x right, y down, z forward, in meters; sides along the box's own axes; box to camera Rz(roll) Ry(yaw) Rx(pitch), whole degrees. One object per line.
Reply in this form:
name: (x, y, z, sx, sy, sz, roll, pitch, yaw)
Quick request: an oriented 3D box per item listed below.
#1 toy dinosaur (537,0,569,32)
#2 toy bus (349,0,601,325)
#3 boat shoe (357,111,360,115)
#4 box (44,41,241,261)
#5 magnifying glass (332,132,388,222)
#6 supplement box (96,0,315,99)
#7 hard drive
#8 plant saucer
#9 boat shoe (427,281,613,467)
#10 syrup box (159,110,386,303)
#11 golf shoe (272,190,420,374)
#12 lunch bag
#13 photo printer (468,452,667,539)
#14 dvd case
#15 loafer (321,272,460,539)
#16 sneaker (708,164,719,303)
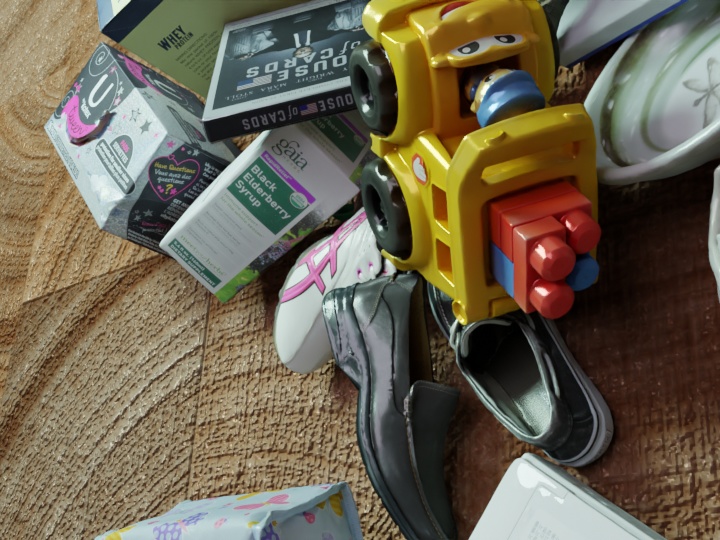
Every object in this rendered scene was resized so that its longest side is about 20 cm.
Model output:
toy dinosaur: (0.113, -0.183, 0.758, 0.048, 0.088, 0.200, -92, 27, -52)
toy bus: (0.087, -0.065, 0.653, 0.135, 0.201, 0.192, -16, 32, -13)
boat shoe: (0.034, -0.147, 0.861, 0.199, 0.070, 0.071, -1, 102, 26)
box: (-0.204, -0.114, 1.022, 0.115, 0.132, 0.200, -52, 45, 11)
magnifying glass: (0.010, -0.138, 0.918, 0.079, 0.022, 0.201, 1, 69, 41)
supplement box: (-0.108, -0.273, 0.964, 0.200, 0.200, 0.135, -37, 49, 24)
hard drive: (0.214, -0.239, 0.732, 0.200, 0.025, 0.132, -24, 50, 55)
plant saucer: (0.225, -0.125, 0.665, 0.200, 0.050, 0.200, -45, 20, 22)
boat shoe: (0.097, 0.046, 0.711, 0.072, 0.071, 0.200, -50, 44, 12)
syrup box: (-0.074, -0.064, 0.871, 0.200, 0.079, 0.082, -36, 16, 41)
golf shoe: (0.000, 0.000, 0.806, 0.200, 0.072, 0.092, -55, 22, 7)
lunch bag: (-0.074, 0.260, 0.723, 0.169, 0.127, 0.201, -16, 85, 36)
photo printer: (0.111, 0.232, 0.607, 0.166, 0.069, 0.200, 30, 91, 46)
dvd case: (-0.044, -0.170, 0.832, 0.150, 0.025, 0.200, -13, 32, 6)
loafer: (0.035, 0.096, 0.727, 0.072, 0.073, 0.201, -22, 77, 15)
sneaker: (0.226, 0.030, 0.582, 0.075, 0.100, 0.201, -19, 59, 32)
